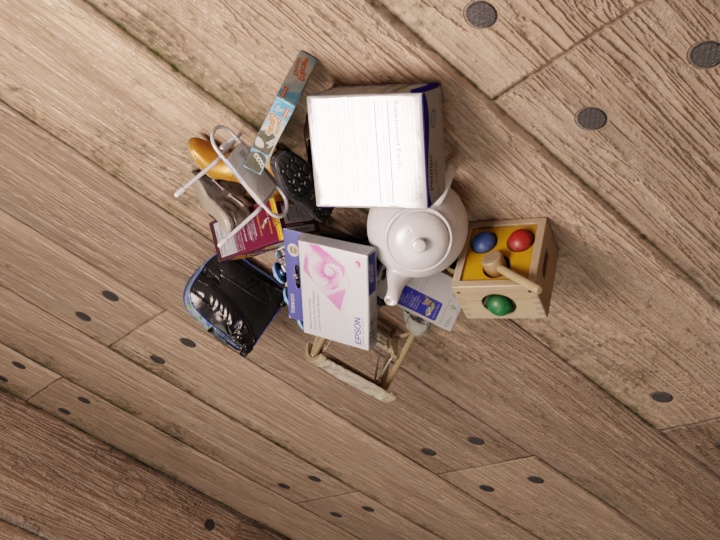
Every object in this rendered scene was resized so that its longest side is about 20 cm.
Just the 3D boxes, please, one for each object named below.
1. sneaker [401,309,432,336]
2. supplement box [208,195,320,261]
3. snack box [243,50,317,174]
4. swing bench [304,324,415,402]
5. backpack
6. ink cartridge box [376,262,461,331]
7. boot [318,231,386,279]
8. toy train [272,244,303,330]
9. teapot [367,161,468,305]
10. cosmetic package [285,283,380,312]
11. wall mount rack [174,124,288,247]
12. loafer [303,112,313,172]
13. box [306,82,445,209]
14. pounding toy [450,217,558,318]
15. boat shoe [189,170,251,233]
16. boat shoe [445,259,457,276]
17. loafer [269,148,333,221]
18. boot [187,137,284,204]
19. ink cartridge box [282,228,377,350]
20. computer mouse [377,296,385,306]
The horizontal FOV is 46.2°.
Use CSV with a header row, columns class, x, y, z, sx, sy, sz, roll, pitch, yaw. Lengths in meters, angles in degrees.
class,x,y,z,sx,sy,sz,roll,pitch,yaw
sneaker,0.116,0.075,1.790,0.078,0.082,0.200,9,138,15
supplement box,-0.192,-0.085,1.682,0.200,0.086,0.110,-16,177,41
snack box,-0.137,-0.262,1.419,0.037,0.116,0.200,26,145,-10
swing bench,-0.002,0.167,1.872,0.199,0.201,0.130,32,154,-18
backpack,-0.295,0.065,1.905,0.200,0.183,0.147,40,162,-14
ink cartridge box,0.110,0.034,1.637,0.200,0.100,0.039,27,178,-23
boot,0.013,-0.055,1.680,0.199,0.073,0.151,25,145,-8
toy train,-0.103,0.034,1.687,0.086,0.114,0.201,-24,95,21
teapot,0.104,-0.071,1.493,0.197,0.146,0.201,-20,108,9
cosmetic package,-0.049,0.023,1.793,0.199,0.104,0.073,12,148,12
wall mount rack,-0.225,-0.147,1.486,0.074,0.174,0.200,-22,116,41
loafer,-0.068,-0.197,1.518,0.073,0.072,0.200,5,144,20
box,0.028,-0.202,1.365,0.199,0.105,0.185,4,110,22
pounding toy,0.267,0.001,1.522,0.183,0.200,0.142,-2,141,28
boat shoe,-0.275,-0.140,1.654,0.200,0.057,0.067,47,152,42
boat shoe,0.187,-0.017,1.656,0.071,0.065,0.200,-10,137,36
loafer,-0.115,-0.156,1.521,0.070,0.068,0.201,32,170,34
boot,-0.210,-0.209,1.585,0.144,0.071,0.201,-24,131,38
ink cartridge box,-0.064,0.034,1.553,0.199,0.043,0.197,12,120,25
computer mouse,0.000,0.000,1.631,0.200,0.046,0.140,42,170,-22
